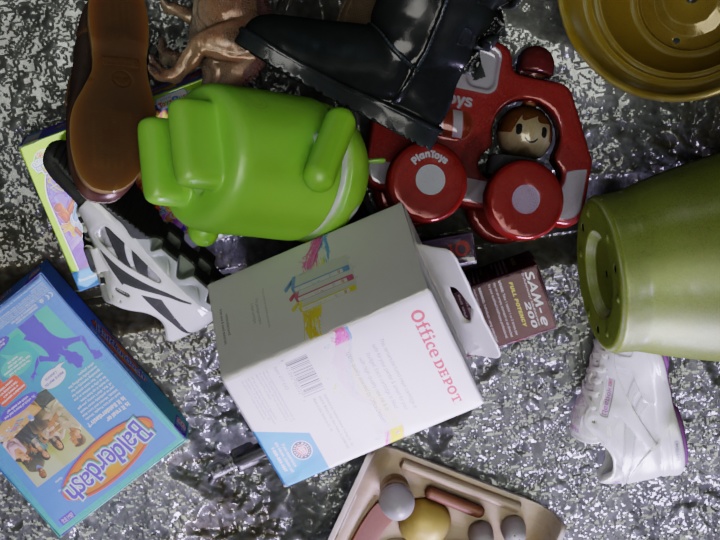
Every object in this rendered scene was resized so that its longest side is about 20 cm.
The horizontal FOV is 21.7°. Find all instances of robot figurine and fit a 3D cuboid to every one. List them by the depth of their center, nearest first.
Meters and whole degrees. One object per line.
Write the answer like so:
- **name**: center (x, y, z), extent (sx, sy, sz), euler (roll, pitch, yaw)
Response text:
- **robot figurine**: center (-0.078, -0.084, 1.484), extent (0.199, 0.175, 0.116), euler (5, 68, -41)

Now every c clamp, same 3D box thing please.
- **c clamp**: center (-0.045, 0.135, 1.639), extent (0.199, 0.171, 0.027), euler (-24, 85, -8)

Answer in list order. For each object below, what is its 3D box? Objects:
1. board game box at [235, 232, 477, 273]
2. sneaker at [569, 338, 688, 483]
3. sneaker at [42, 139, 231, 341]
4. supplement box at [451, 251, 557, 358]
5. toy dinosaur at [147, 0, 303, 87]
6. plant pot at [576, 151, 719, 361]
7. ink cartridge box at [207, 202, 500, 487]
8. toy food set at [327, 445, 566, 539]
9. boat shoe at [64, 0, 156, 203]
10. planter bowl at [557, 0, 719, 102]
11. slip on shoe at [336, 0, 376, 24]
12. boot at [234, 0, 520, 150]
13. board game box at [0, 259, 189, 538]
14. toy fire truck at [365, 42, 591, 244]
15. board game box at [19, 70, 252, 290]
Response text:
- **board game box**: center (0.000, 0.000, 1.592), extent (0.199, 0.120, 0.033), euler (-10, 91, 4)
- **sneaker**: center (0.227, 0.102, 1.658), extent (0.099, 0.075, 0.201), euler (-16, 107, 1)
- **sneaker**: center (-0.199, -0.017, 1.541), extent (0.088, 0.074, 0.200), euler (-40, 103, 22)
- **supplement box**: center (0.065, 0.047, 1.615), extent (0.199, 0.109, 0.061), euler (-19, 95, 5)
- **toy dinosaur**: center (-0.099, -0.205, 1.513), extent (0.135, 0.086, 0.202), euler (2, 85, 1)
- **plant pot**: center (0.286, -0.007, 1.547), extent (0.192, 0.200, 0.202), euler (-8, 108, -9)
- **ink cartridge box**: center (-0.002, 0.053, 1.480), extent (0.199, 0.126, 0.129), euler (-23, 126, 5)
- **toy food set**: center (0.069, 0.258, 1.708), extent (0.199, 0.060, 0.144), euler (22, 105, -8)
- **boat shoe**: center (-0.203, -0.136, 1.518), extent (0.070, 0.201, 0.070), euler (12, 148, -16)
- **planter bowl**: center (0.267, -0.231, 1.537), extent (0.199, 0.083, 0.202), euler (-1, 86, 18)
- **slip on shoe**: center (0.047, -0.257, 1.533), extent (0.200, 0.061, 0.076), euler (-43, 59, 8)
- **boot**: center (0.019, -0.203, 1.470), extent (0.197, 0.073, 0.163), euler (25, 96, -17)
- **board game box**: center (-0.272, 0.115, 1.660), extent (0.152, 0.045, 0.200), euler (-37, 105, 8)
- **toy fire truck**: center (0.099, -0.114, 1.580), extent (0.199, 0.112, 0.169), euler (10, 88, -6)
- **board game box**: center (-0.171, -0.082, 1.595), extent (0.199, 0.045, 0.135), euler (-20, 107, 4)
